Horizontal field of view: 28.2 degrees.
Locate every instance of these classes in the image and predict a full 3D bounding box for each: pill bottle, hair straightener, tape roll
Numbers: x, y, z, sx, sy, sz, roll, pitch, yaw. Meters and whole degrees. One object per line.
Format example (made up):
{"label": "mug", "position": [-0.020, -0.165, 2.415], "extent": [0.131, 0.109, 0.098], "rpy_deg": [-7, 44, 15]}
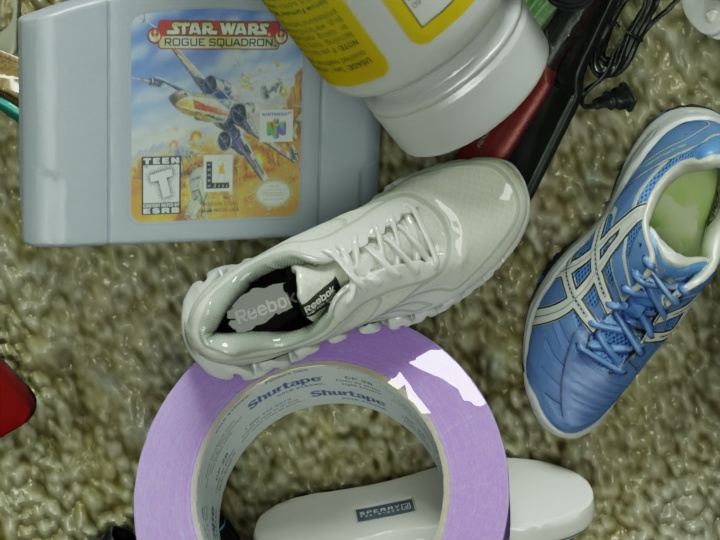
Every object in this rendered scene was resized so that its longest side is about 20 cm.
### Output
{"label": "pill bottle", "position": [0.002, -0.159, 0.694], "extent": [0.114, 0.115, 0.200], "rpy_deg": [-36, 119, 7]}
{"label": "hair straightener", "position": [0.122, -0.117, 0.783], "extent": [0.076, 0.041, 0.202], "rpy_deg": [17, 105, -39]}
{"label": "tape roll", "position": [-0.018, 0.125, 0.770], "extent": [0.197, 0.066, 0.203], "rpy_deg": [-3, 67, 6]}

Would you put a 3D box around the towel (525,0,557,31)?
{"label": "towel", "position": [0.076, -0.215, 0.772], "extent": [0.152, 0.023, 0.201], "rpy_deg": [37, 100, -7]}

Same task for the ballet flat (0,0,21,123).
{"label": "ballet flat", "position": [-0.192, -0.116, 0.779], "extent": [0.198, 0.068, 0.073], "rpy_deg": [25, 86, 0]}

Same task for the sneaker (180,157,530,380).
{"label": "sneaker", "position": [0.000, 0.000, 0.735], "extent": [0.198, 0.081, 0.076], "rpy_deg": [-27, 87, -3]}

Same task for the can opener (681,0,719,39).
{"label": "can opener", "position": [0.239, -0.209, 0.762], "extent": [0.066, 0.053, 0.202], "rpy_deg": [13, 111, -39]}

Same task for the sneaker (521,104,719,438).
{"label": "sneaker", "position": [0.148, 0.004, 0.791], "extent": [0.075, 0.077, 0.202], "rpy_deg": [22, 102, -6]}

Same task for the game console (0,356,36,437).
{"label": "game console", "position": [-0.318, 0.043, 0.829], "extent": [0.198, 0.119, 0.174], "rpy_deg": [-29, 69, 5]}

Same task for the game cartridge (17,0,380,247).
{"label": "game cartridge", "position": [-0.080, -0.083, 0.757], "extent": [0.197, 0.041, 0.135], "rpy_deg": [-4, 107, -23]}

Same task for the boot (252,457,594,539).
{"label": "boot", "position": [0.040, 0.172, 0.838], "extent": [0.197, 0.073, 0.091], "rpy_deg": [-7, 117, 3]}

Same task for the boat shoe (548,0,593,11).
{"label": "boat shoe", "position": [0.090, -0.230, 0.727], "extent": [0.071, 0.068, 0.203], "rpy_deg": [-15, 78, 11]}

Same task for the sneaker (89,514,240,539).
{"label": "sneaker", "position": [-0.157, 0.204, 0.841], "extent": [0.199, 0.070, 0.078], "rpy_deg": [-32, 96, 0]}
